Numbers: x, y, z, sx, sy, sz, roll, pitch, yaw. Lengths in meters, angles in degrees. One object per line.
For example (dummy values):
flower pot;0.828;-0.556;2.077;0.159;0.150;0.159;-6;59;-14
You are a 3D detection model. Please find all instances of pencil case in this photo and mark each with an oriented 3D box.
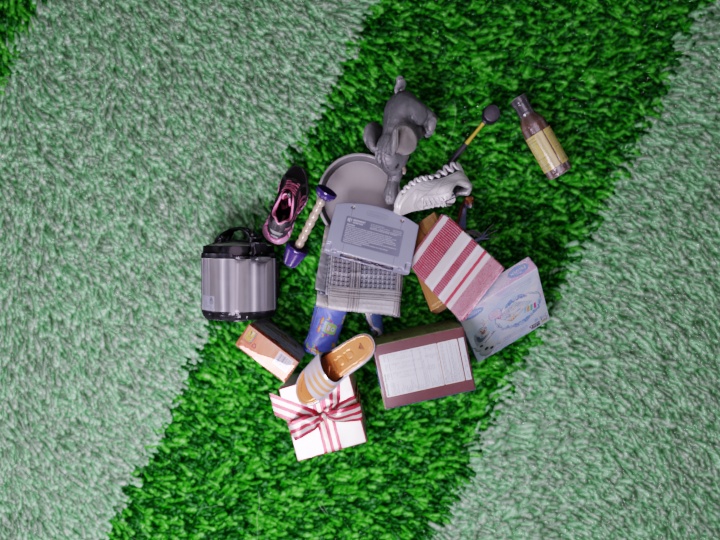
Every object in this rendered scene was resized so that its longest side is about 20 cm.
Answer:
pencil case;-0.074;0.102;1.481;0.085;0.078;0.204;17;91;-29

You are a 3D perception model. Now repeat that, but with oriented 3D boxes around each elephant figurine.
elephant figurine;0.077;-0.283;1.415;0.154;0.142;0.201;36;67;-2

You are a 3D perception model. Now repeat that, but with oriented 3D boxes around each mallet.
mallet;0.250;-0.300;1.493;0.041;0.066;0.201;40;106;1

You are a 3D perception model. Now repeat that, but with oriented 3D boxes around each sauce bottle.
sauce bottle;0.411;-0.309;1.473;0.064;0.065;0.203;-28;91;1

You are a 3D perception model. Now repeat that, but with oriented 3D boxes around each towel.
towel;0.000;0.000;1.435;0.195;0.035;0.197;6;74;-3
towel;0.199;-0.010;1.376;0.145;0.023;0.200;-53;52;15

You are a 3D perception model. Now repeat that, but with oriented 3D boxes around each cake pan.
cake pan;-0.003;-0.168;1.495;0.195;0.037;0.205;0;91;1

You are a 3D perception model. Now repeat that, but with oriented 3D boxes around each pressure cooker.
pressure cooker;-0.270;0.005;1.433;0.171;0.179;0.205;-1;92;4

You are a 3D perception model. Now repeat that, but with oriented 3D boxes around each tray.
tray;0.168;-0.018;1.435;0.098;0.037;0.203;-33;59;24

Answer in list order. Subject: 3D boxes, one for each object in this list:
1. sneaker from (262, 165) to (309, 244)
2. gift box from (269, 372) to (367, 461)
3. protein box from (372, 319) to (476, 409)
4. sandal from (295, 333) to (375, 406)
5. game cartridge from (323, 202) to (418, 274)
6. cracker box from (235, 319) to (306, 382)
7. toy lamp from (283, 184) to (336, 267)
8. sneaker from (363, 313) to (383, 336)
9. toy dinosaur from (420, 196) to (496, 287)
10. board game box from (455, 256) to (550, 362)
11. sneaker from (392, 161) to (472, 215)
sneaker;-0.160;-0.162;1.444;0.077;0.096;0.204;17;63;-4
gift box;-0.090;0.296;1.434;0.181;0.187;0.204;-20;92;1
protein box;0.133;0.202;1.421;0.195;0.199;0.138;-12;90;1
sandal;-0.062;0.196;1.321;0.206;0.059;0.080;-40;67;8
game cartridge;0.027;-0.077;1.434;0.196;0.041;0.136;15;72;-1
cracker box;-0.192;0.170;1.425;0.133;0.200;0.058;37;90;0
toy lamp;-0.120;-0.097;1.469;0.058;0.058;0.202;31;110;0
sneaker;0.035;0.048;1.477;0.075;0.076;0.205;-7;86;-2
toy dinosaur;0.219;-0.073;1.472;0.195;0.105;0.186;-9;75;10
board game box;0.316;0.092;1.432;0.198;0.200;0.044;-31;47;0
sneaker;0.163;-0.172;1.442;0.197;0.076;0.082;-28;63;-16
